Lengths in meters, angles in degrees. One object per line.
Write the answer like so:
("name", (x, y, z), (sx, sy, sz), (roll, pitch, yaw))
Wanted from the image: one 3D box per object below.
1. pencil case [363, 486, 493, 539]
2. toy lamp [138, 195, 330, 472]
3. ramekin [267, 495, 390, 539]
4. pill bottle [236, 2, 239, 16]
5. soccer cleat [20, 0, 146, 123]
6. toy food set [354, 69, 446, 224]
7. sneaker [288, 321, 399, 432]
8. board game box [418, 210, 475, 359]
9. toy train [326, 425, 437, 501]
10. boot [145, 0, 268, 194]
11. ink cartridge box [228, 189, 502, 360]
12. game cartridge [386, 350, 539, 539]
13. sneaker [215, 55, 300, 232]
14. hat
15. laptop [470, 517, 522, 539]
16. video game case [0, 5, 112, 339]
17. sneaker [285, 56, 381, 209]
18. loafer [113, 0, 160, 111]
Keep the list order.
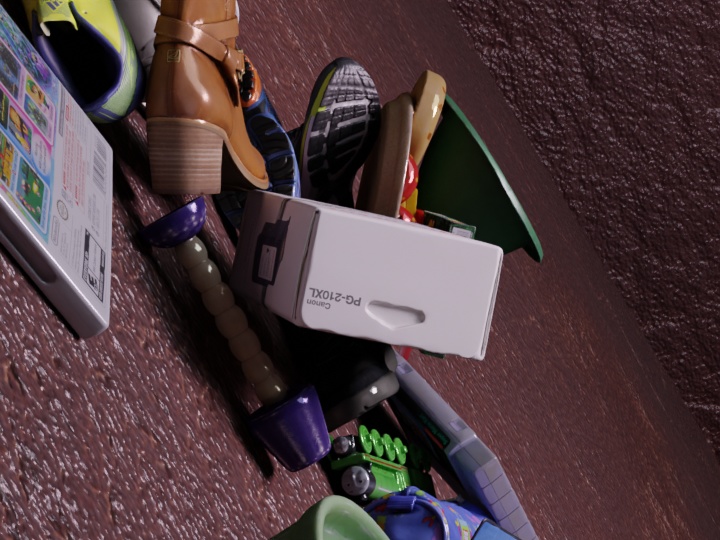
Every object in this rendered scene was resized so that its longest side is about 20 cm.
("pencil case", (0.056, 0.214, 1.544), (0.200, 0.077, 0.088), (28, 60, -69))
("toy lamp", (-0.083, 0.047, 1.384), (0.201, 0.058, 0.058), (62, 12, -6))
("ramekin", (-0.015, 0.242, 1.153), (0.201, 0.097, 0.200), (57, 13, -22))
("pill bottle", (-0.160, -0.264, 1.591), (0.110, 0.109, 0.201), (48, 19, -49))
("soccer cleat", (-0.208, -0.194, 1.356), (0.201, 0.064, 0.084), (63, 15, -2))
("toy food set", (0.027, -0.056, 1.690), (0.198, 0.048, 0.201), (109, -10, -52))
("sneaker", (-0.021, 0.059, 1.573), (0.115, 0.076, 0.199), (59, 10, -9))
("board game box", (0.059, 0.008, 1.599), (0.200, 0.023, 0.105), (-143, -112, -84))
("toy train", (0.019, 0.164, 1.597), (0.200, 0.041, 0.057), (29, 46, -69))
("boot", (-0.113, -0.136, 1.447), (0.200, 0.076, 0.156), (-13, 105, -74))
("ink cartridge box", (0.000, 0.000, 1.437), (0.200, 0.144, 0.085), (-159, -100, -72))
("game cartridge", (0.075, 0.153, 1.690), (0.200, 0.038, 0.130), (45, -9, 51))
("sneaker", (-0.083, -0.095, 1.643), (0.079, 0.075, 0.201), (53, 17, -49))
("hat", (0.050, -0.028, 1.753), (0.201, 0.175, 0.166), (59, -1, 0))
("laptop", (0.107, 0.314, 1.460), (0.187, 0.115, 0.201), (39, 27, -60))
("video game case", (-0.210, -0.081, 1.211), (0.182, 0.024, 0.201), (54, 16, -33))
("sneaker", (-0.041, -0.104, 1.698), (0.081, 0.074, 0.201), (52, -40, 35))
("loafer", (-0.153, -0.162, 1.495), (0.200, 0.070, 0.070), (51, 11, -50))
